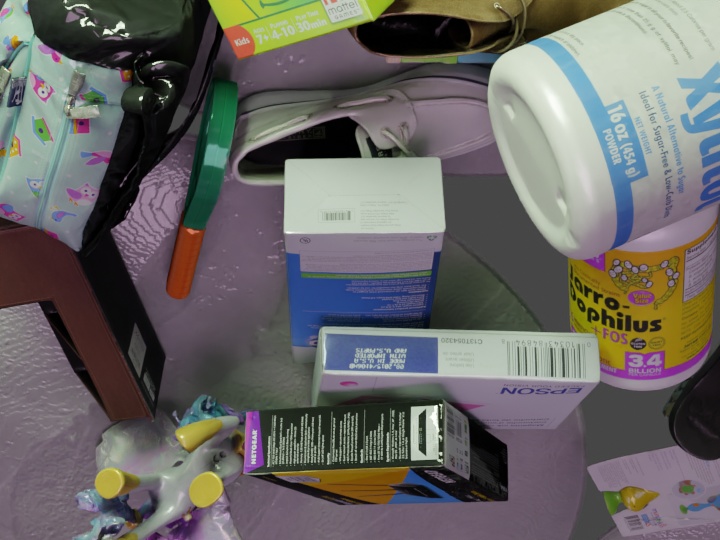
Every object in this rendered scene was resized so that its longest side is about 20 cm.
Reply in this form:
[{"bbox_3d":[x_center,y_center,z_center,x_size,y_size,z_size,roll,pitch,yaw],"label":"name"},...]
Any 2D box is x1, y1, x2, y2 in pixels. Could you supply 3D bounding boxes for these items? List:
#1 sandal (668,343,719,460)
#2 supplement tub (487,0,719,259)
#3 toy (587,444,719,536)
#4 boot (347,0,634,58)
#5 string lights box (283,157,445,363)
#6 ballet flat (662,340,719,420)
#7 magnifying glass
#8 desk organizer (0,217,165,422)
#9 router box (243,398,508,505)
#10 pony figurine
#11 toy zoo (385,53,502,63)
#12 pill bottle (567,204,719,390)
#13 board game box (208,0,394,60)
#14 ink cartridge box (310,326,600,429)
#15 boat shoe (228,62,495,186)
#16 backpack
[{"bbox_3d":[0.303,0.055,0.946,0.075,0.045,0.200,35,85,-9],"label":"sandal"},{"bbox_3d":[0.188,-0.100,0.754,0.200,0.132,0.132,-23,129,-6],"label":"supplement tub"},{"bbox_3d":[0.304,0.166,1.097,0.200,0.047,0.115,-18,131,16],"label":"toy"},{"bbox_3d":[0.087,-0.152,0.781,0.200,0.076,0.074,-1,125,-6],"label":"boot"},{"bbox_3d":[0.000,0.000,0.895,0.103,0.059,0.200,0,152,-2],"label":"string lights box"},{"bbox_3d":[0.328,0.063,1.011,0.200,0.074,0.074,-19,128,11],"label":"ballet flat"},{"bbox_3d":[-0.111,-0.050,0.894,0.022,0.080,0.200,10,139,-13],"label":"magnifying glass"},{"bbox_3d":[-0.215,0.024,0.945,0.077,0.072,0.200,-10,129,9],"label":"desk organizer"},{"bbox_3d":[0.019,0.142,0.971,0.149,0.051,0.200,-5,162,19],"label":"router box"},{"bbox_3d":[-0.138,0.172,1.001,0.193,0.200,0.167,-35,81,18],"label":"pony figurine"},{"bbox_3d":[0.116,-0.192,0.811,0.200,0.020,0.131,-1,129,-1],"label":"toy zoo"},{"bbox_3d":[0.197,-0.018,0.904,0.104,0.104,0.200,-7,129,4],"label":"pill bottle"},{"bbox_3d":[-0.064,-0.224,0.705,0.101,0.048,0.200,-8,119,37],"label":"board game box"},{"bbox_3d":[0.062,0.093,0.971,0.196,0.043,0.200,1,158,-4],"label":"ink cartridge box"},{"bbox_3d":[0.008,-0.091,0.861,0.200,0.066,0.072,-3,129,0],"label":"boat shoe"},{"bbox_3d":[-0.170,-0.112,0.794,0.126,0.167,0.200,29,128,-4],"label":"backpack"}]
